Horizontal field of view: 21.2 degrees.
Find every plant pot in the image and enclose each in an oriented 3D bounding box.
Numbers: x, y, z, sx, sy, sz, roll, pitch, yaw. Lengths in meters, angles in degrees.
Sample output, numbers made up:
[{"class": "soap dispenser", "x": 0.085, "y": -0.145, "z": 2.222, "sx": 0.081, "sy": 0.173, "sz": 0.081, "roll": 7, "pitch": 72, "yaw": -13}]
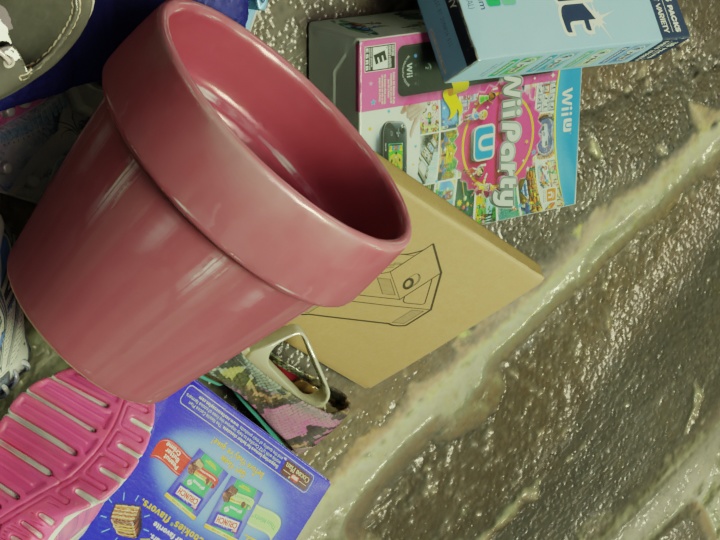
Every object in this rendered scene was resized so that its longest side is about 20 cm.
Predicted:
[{"class": "plant pot", "x": -0.100, "y": -0.028, "z": 1.117, "sx": 0.179, "sy": 0.200, "sz": 0.200, "roll": -43, "pitch": 133, "yaw": 18}]

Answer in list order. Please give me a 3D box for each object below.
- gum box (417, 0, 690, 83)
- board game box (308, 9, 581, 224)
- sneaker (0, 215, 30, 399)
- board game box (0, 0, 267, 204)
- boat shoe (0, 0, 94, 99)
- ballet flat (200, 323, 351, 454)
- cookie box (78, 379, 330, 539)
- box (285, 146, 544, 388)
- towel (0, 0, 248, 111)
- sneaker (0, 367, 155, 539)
[{"class": "gum box", "x": 0.118, "y": -0.222, "z": 1.320, "sx": 0.200, "sy": 0.045, "sz": 0.170, "roll": -11, "pitch": 79, "yaw": -36}, {"class": "board game box", "x": 0.061, "y": -0.107, "z": 1.348, "sx": 0.200, "sy": 0.064, "sz": 0.148, "roll": -13, "pitch": 112, "yaw": -36}, {"class": "sneaker", "x": -0.229, "y": 0.056, "z": 1.125, "sx": 0.085, "sy": 0.077, "sz": 0.200, "roll": 44, "pitch": 49, "yaw": -52}, {"class": "board game box", "x": -0.155, "y": -0.131, "z": 1.190, "sx": 0.200, "sy": 0.026, "sz": 0.200, "roll": 18, "pitch": 92, "yaw": -41}, {"class": "boat shoe", "x": -0.235, "y": -0.106, "z": 1.046, "sx": 0.200, "sy": 0.057, "sz": 0.067, "roll": -24, "pitch": 113, "yaw": 9}, {"class": "ballet flat", "x": -0.074, "y": 0.053, "z": 1.277, "sx": 0.071, "sy": 0.069, "sz": 0.200, "roll": -38, "pitch": 132, "yaw": 10}, {"class": "cookie box", "x": -0.142, "y": 0.174, "z": 1.261, "sx": 0.171, "sy": 0.075, "sz": 0.200, "roll": 42, "pitch": 76, "yaw": -39}, {"class": "box", "x": 0.000, "y": 0.000, "z": 1.289, "sx": 0.163, "sy": 0.021, "sz": 0.200, "roll": -32, "pitch": 136, "yaw": 28}, {"class": "towel", "x": -0.159, "y": -0.181, "z": 1.128, "sx": 0.200, "sy": 0.050, "sz": 0.148, "roll": -18, "pitch": 120, "yaw": -33}, {"class": "sneaker", "x": -0.199, "y": 0.138, "z": 1.144, "sx": 0.081, "sy": 0.088, "sz": 0.200, "roll": 40, "pitch": 75, "yaw": 1}]
